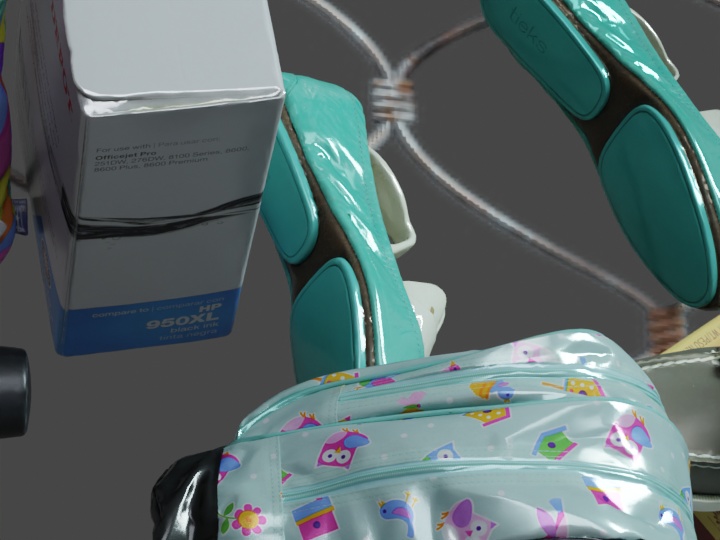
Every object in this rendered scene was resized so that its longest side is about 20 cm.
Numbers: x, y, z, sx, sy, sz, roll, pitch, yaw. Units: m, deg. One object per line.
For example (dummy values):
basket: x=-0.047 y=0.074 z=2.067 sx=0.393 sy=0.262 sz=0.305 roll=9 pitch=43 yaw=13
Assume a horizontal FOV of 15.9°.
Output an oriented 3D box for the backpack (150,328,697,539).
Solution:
backpack: x=0.031 y=0.105 z=0.997 sx=0.199 sy=0.167 sz=0.127 roll=-13 pitch=61 yaw=10

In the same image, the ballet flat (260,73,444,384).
ballet flat: x=0.000 y=0.000 z=1.130 sx=0.070 sy=0.067 sz=0.200 roll=-2 pitch=63 yaw=-31

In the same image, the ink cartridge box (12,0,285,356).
ink cartridge box: x=-0.093 y=-0.075 z=1.082 sx=0.084 sy=0.200 sz=0.145 roll=-6 pitch=62 yaw=-13

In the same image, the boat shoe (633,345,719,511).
boat shoe: x=0.184 y=0.059 z=1.074 sx=0.201 sy=0.060 sz=0.072 roll=3 pitch=60 yaw=-7

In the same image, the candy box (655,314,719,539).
candy box: x=0.221 y=0.053 z=1.152 sx=0.200 sy=0.057 sz=0.117 roll=-31 pitch=70 yaw=-22

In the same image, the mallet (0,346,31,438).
mallet: x=-0.178 y=0.121 z=1.054 sx=0.066 sy=0.041 sz=0.201 roll=8 pitch=64 yaw=-5

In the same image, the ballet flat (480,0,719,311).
ballet flat: x=0.134 y=-0.074 z=1.205 sx=0.070 sy=0.067 sz=0.200 roll=-19 pitch=67 yaw=-35

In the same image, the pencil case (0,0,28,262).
pencil case: x=-0.181 y=-0.068 z=1.070 sx=0.088 sy=0.200 sz=0.089 roll=2 pitch=53 yaw=-3
